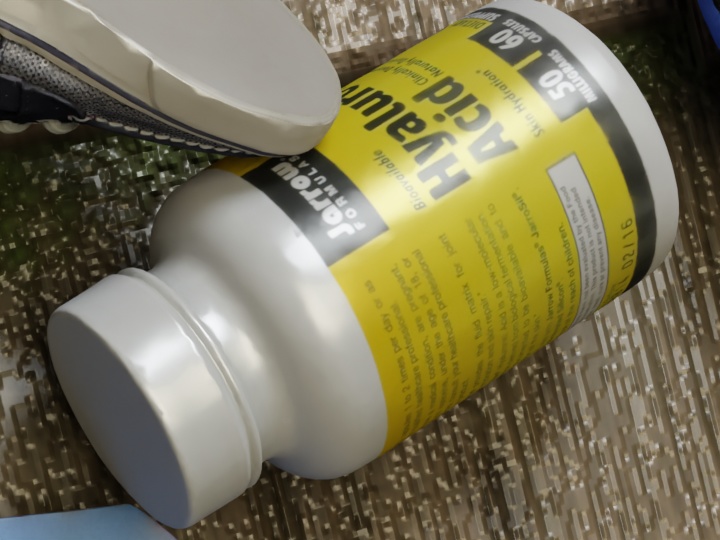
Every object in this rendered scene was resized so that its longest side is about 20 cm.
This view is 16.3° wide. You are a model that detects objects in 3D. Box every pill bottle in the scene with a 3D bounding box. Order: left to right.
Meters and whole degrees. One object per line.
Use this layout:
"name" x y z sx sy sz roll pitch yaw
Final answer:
"pill bottle" 0.000 0.000 0.837 0.199 0.111 0.112 -33 99 -23

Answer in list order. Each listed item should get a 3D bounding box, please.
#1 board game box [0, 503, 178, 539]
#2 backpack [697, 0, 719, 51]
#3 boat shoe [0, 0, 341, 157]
"board game box" -0.124 0.162 0.808 0.199 0.039 0.159 -4 81 -27
"backpack" 0.221 -0.127 0.924 0.199 0.168 0.163 -27 93 8
"boat shoe" -0.111 -0.070 0.798 0.199 0.093 0.075 26 39 -11
